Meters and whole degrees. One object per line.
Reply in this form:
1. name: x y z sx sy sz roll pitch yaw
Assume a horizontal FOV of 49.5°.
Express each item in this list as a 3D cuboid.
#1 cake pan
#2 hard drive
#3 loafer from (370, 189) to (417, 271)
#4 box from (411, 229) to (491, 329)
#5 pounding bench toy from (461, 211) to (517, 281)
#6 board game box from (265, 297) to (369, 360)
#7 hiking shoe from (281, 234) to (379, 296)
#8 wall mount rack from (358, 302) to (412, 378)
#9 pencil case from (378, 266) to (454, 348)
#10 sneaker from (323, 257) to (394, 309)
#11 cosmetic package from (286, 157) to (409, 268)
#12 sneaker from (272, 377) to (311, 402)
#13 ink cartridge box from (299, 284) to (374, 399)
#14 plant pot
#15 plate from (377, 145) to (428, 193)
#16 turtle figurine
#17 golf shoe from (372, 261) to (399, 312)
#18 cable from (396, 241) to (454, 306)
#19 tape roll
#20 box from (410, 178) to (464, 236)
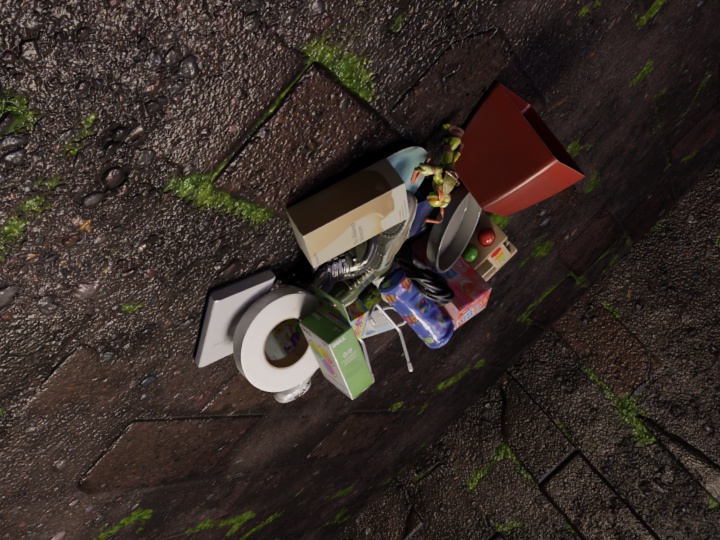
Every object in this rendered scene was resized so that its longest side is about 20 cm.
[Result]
1. cake pan: 0.198 -0.092 1.654 0.201 0.036 0.201 -50 156 -32
2. hard drive: -0.235 0.090 1.448 0.131 0.025 0.201 -24 151 -37
3. loafer: 0.060 -0.087 1.497 0.070 0.075 0.201 -38 163 -42
4. box: 0.189 0.018 1.760 0.102 0.200 0.095 -33 156 -18
5. pounding bench toy: 0.247 -0.038 1.851 0.200 0.124 0.156 -45 156 8
6. board game box: -0.094 0.121 1.623 0.199 0.105 0.103 -30 154 -27
7. hiking shoe: -0.052 -0.017 1.468 0.199 0.076 0.100 -39 155 16
8. wall mount rack: 0.031 0.160 1.771 0.199 0.174 0.075 -20 -148 37
9. pencil case: 0.123 0.077 1.692 0.078 0.200 0.087 -17 -147 44
10. sneaker: 0.000 0.000 1.607 0.199 0.067 0.090 -34 159 -35
11. cosmetic package: -0.019 -0.099 1.351 0.199 0.071 0.106 -29 148 -8
12. sneaker: -0.133 0.208 1.757 0.200 0.075 0.115 -44 156 -6
13. ink cartridge box: -0.051 0.133 1.448 0.059 0.104 0.201 -36 128 -20
14. plant pot: 0.293 -0.219 1.545 0.176 0.201 0.199 -41 159 23
15. plate: 0.045 -0.158 1.455 0.199 0.026 0.201 -33 155 -18
16. turtle figurine: 0.152 -0.185 1.441 0.200 0.064 0.163 48 55 -58
17. golf shoe: 0.084 0.044 1.784 0.075 0.092 0.200 -39 155 -2
18. cable: 0.131 0.003 1.606 0.051 0.164 0.200 -38 171 12
19. tape roll: -0.144 0.129 1.468 0.201 0.037 0.205 -16 119 -32
20. box: 0.134 -0.126 1.610 0.199 0.032 0.122 -30 156 -49
